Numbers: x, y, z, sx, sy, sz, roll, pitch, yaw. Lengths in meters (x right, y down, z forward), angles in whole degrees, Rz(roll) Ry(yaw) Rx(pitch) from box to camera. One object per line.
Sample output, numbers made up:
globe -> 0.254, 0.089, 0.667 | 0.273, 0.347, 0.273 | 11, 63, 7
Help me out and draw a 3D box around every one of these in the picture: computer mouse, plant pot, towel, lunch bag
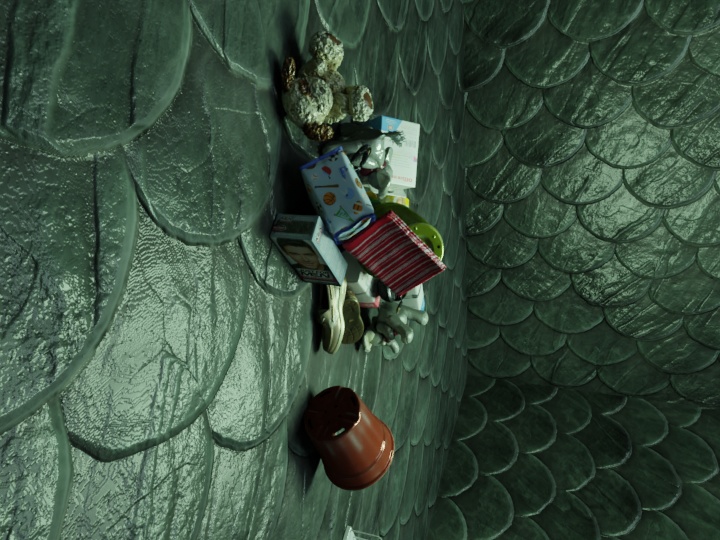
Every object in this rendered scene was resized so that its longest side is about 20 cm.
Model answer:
computer mouse -> 0.083, 0.066, 1.537 | 0.200, 0.045, 0.143 | -64, 144, -68
plant pot -> 0.103, -0.059, 1.295 | 0.193, 0.197, 0.204 | -152, -119, -70
plant pot -> -0.038, 0.401, 1.324 | 0.197, 0.198, 0.203 | 64, 35, -40
towel -> 0.073, -0.031, 1.158 | 0.200, 0.144, 0.023 | 41, 35, -26
lunch bag -> -0.046, -0.155, 1.180 | 0.172, 0.122, 0.200 | 64, -6, 4
computer mouse -> -0.014, -0.203, 1.269 | 0.058, 0.034, 0.202 | -6, 132, -35

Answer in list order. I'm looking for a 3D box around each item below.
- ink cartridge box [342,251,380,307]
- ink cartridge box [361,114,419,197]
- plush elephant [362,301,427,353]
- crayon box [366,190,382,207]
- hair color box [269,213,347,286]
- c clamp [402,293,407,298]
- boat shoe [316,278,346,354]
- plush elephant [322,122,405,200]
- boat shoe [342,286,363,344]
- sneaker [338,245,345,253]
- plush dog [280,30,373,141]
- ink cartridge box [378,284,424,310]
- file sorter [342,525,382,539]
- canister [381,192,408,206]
ink cartridge box -> 0.000, 0.000, 1.479 | 0.200, 0.081, 0.149 | 53, 46, -62
ink cartridge box -> 0.075, -0.310, 1.505 | 0.127, 0.125, 0.204 | 5, 90, -27
plush elephant -> 0.080, 0.183, 1.639 | 0.165, 0.198, 0.157 | -47, 161, -58
crayon box -> 0.044, -0.142, 1.504 | 0.201, 0.051, 0.127 | -112, -179, -63
hair color box -> -0.106, -0.040, 1.151 | 0.201, 0.097, 0.061 | 61, 39, -56
c clamp -> 0.081, 0.004, 1.655 | 0.027, 0.168, 0.203 | -71, 170, -57
boat shoe -> -0.080, 0.106, 1.318 | 0.064, 0.072, 0.204 | 1, 98, -34
plush elephant -> 0.022, -0.272, 1.347 | 0.166, 0.196, 0.157 | -72, 160, -51
boat shoe -> -0.032, 0.119, 1.427 | 0.202, 0.071, 0.068 | 88, -9, -46
sneaker -> -0.044, -0.089, 1.339 | 0.081, 0.082, 0.202 | 75, 26, -43
plush dog -> -0.096, -0.363, 1.114 | 0.172, 0.159, 0.202 | -45, 109, -41
ink cartridge box -> 0.128, 0.063, 1.760 | 0.085, 0.142, 0.202 | -67, 153, -45
file sorter -> 0.011, 0.904, 1.629 | 0.140, 0.122, 0.202 | -65, 152, -43
canister -> 0.107, -0.141, 1.752 | 0.148, 0.085, 0.204 | 9, 84, -71
